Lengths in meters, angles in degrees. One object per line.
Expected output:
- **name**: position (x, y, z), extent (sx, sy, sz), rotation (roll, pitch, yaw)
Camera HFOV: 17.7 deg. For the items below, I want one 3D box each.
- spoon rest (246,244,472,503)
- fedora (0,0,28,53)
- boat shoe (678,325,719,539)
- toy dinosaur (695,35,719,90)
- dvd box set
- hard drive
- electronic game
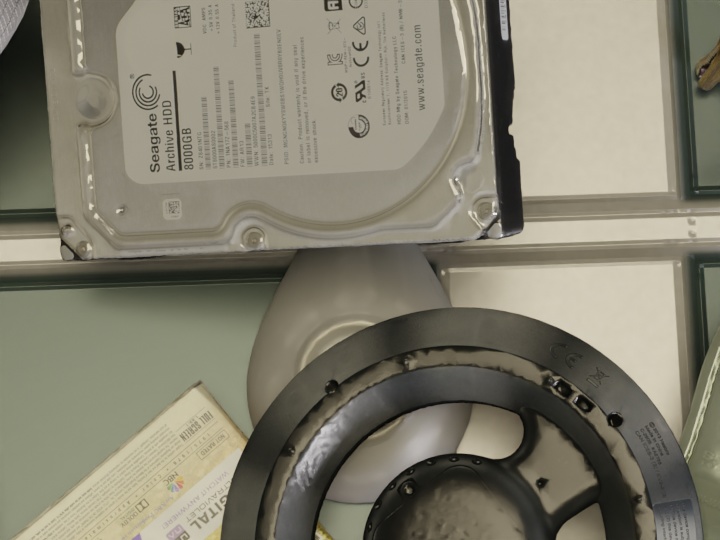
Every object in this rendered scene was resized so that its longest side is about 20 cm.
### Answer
- **spoon rest**: position (0.000, 0.000, 1.002), extent (0.099, 0.061, 0.201), rotation (0, 91, 2)
- **fedora**: position (-0.231, -0.128, 1.007), extent (0.199, 0.090, 0.178), rotation (0, 76, 8)
- **boat shoe**: position (0.170, 0.074, 0.976), extent (0.075, 0.060, 0.200), rotation (32, 82, 21)
- **toy dinosaur**: position (0.230, -0.078, 0.971), extent (0.199, 0.058, 0.102), rotation (3, 60, 23)
- **dvd box set**: position (-0.058, 0.168, 0.971), extent (0.146, 0.029, 0.200), rotation (-41, 80, -8)
- **hard drive**: position (-0.036, -0.077, 0.953), extent (0.199, 0.038, 0.141), rotation (-2, 94, 21)
- **electronic game**: position (0.040, 0.115, 0.942), extent (0.199, 0.042, 0.201), rotation (-2, 79, 10)
